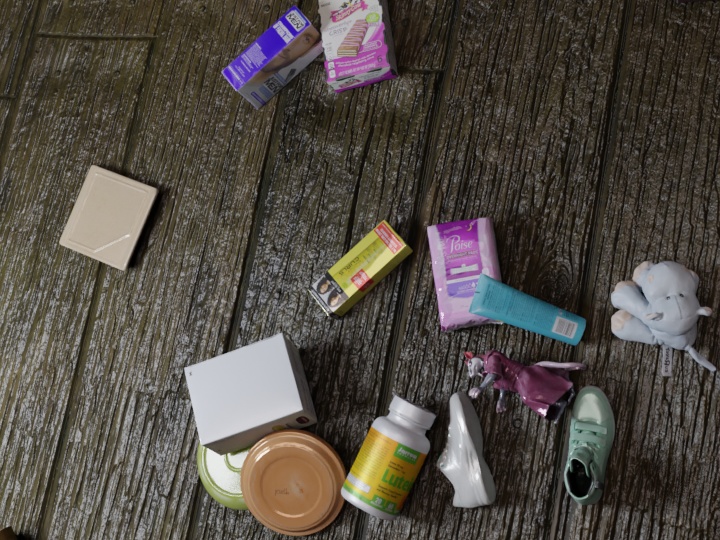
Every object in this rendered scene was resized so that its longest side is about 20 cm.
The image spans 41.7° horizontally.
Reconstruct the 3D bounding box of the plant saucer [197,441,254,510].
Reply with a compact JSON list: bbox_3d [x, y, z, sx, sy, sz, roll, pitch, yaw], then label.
[{"bbox_3d":[-0.229,0.355,1.805,0.199,0.031,0.201,-4,78,17],"label":"plant saucer"}]

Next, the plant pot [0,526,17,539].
[{"bbox_3d":[-0.714,0.636,1.838,0.186,0.186,0.200,-36,83,8],"label":"plant pot"}]

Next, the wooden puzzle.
[{"bbox_3d":[-0.531,-0.112,2.004,0.199,0.037,0.186,20,86,25],"label":"wooden puzzle"}]

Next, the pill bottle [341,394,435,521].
[{"bbox_3d":[0.055,0.329,1.675,0.111,0.111,0.201,25,87,21],"label":"pill bottle"}]

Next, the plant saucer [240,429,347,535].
[{"bbox_3d":[-0.124,0.390,1.724,0.199,0.032,0.201,2,99,9],"label":"plant saucer"}]

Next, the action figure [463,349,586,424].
[{"bbox_3d":[0.268,0.179,1.626,0.200,0.134,0.149,28,87,18],"label":"action figure"}]

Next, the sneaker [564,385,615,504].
[{"bbox_3d":[0.382,0.288,1.574,0.073,0.118,0.201,1,78,20],"label":"sneaker"}]

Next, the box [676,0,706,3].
[{"bbox_3d":[0.654,-0.583,1.645,0.199,0.166,0.165,1,80,18],"label":"box"}]

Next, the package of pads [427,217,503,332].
[{"bbox_3d":[0.195,0.008,1.717,0.120,0.076,0.201,-10,76,12],"label":"package of pads"}]

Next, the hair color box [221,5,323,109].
[{"bbox_3d":[-0.171,-0.429,1.911,0.200,0.109,0.065,-42,70,6],"label":"hair color box"}]

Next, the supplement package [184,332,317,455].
[{"bbox_3d":[-0.203,0.233,1.756,0.199,0.111,0.156,-20,65,5],"label":"supplement package"}]

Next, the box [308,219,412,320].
[{"bbox_3d":[0.000,0.000,1.796,0.200,0.050,0.075,-41,69,6],"label":"box"}]

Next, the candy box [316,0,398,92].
[{"bbox_3d":[-0.008,-0.473,1.894,0.136,0.061,0.201,-12,75,16],"label":"candy box"}]

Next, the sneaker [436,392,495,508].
[{"bbox_3d":[0.171,0.319,1.666,0.088,0.075,0.201,-18,74,26],"label":"sneaker"}]

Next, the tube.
[{"bbox_3d":[0.291,0.073,1.646,0.199,0.050,0.078,21,63,-2],"label":"tube"}]

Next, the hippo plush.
[{"bbox_3d":[0.492,0.069,1.561,0.159,0.161,0.201,-9,76,16],"label":"hippo plush"}]
